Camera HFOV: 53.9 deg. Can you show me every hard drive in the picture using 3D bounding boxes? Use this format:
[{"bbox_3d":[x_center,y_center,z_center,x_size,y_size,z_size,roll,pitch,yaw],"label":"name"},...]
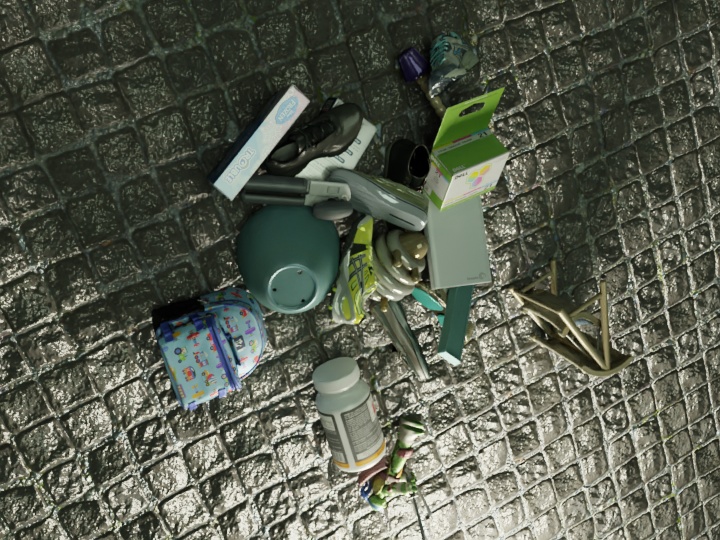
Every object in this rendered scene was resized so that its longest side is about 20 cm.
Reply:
[{"bbox_3d":[0.190,-0.071,1.416,0.129,0.027,0.206,-6,87,-20],"label":"hard drive"}]

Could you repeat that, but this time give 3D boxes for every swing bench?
[{"bbox_3d":[0.440,0.111,1.491,0.128,0.199,0.203,-29,110,-10],"label":"swing bench"}]

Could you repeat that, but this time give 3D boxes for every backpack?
[{"bbox_3d":[-0.259,0.133,1.278,0.196,0.134,0.187,-18,109,-18],"label":"backpack"}]

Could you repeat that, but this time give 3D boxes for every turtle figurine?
[{"bbox_3d":[0.107,0.423,1.476,0.143,0.197,0.199,12,96,-56],"label":"turtle figurine"}]

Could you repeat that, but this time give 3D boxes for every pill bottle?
[{"bbox_3d":[-0.025,0.285,1.406,0.114,0.116,0.204,-20,109,-14],"label":"pill bottle"}]

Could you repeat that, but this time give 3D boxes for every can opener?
[{"bbox_3d":[-0.109,-0.127,1.228,0.195,0.068,0.054,3,130,-14],"label":"can opener"}]

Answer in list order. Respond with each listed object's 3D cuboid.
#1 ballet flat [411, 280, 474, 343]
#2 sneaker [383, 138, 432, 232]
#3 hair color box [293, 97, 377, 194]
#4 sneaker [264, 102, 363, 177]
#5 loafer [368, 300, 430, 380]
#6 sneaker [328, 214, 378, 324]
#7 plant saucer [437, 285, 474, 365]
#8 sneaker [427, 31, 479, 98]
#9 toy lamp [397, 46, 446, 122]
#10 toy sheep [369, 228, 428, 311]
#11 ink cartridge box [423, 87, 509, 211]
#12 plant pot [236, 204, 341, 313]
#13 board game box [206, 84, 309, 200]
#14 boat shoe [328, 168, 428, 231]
[{"bbox_3d":[0.173,0.069,1.464,0.200,0.067,0.076,48,63,-28],"label":"ballet flat"},{"bbox_3d":[0.089,-0.145,1.352,0.073,0.106,0.205,-8,105,-18],"label":"sneaker"},{"bbox_3d":[-0.064,-0.205,1.307,0.099,0.060,0.202,31,91,-24],"label":"hair color box"},{"bbox_3d":[-0.080,-0.224,1.216,0.198,0.091,0.077,-34,85,1],"label":"sneaker"},{"bbox_3d":[0.080,0.140,1.446,0.062,0.072,0.203,-23,104,8],"label":"loafer"},{"bbox_3d":[0.000,0.000,1.288,0.075,0.075,0.205,12,86,10],"label":"sneaker"},{"bbox_3d":[0.198,0.085,1.435,0.069,0.019,0.204,34,60,-40],"label":"plant saucer"},{"bbox_3d":[0.151,-0.382,1.298,0.077,0.201,0.087,-29,104,32],"label":"sneaker"},{"bbox_3d":[0.137,-0.331,1.354,0.058,0.058,0.202,-38,112,-7],"label":"toy lamp"},{"bbox_3d":[0.054,-0.002,1.356,0.199,0.139,0.137,-39,115,24],"label":"toy sheep"},{"bbox_3d":[0.206,-0.223,1.321,0.146,0.076,0.202,-24,153,-25],"label":"ink cartridge box"},{"bbox_3d":[-0.124,-0.003,1.262,0.195,0.136,0.204,-4,120,-7],"label":"plant pot"},{"bbox_3d":[-0.178,-0.215,1.187,0.043,0.199,0.201,39,88,-19],"label":"board game box"},{"bbox_3d":[0.035,-0.138,1.292,0.197,0.072,0.063,26,57,-11],"label":"boat shoe"}]
